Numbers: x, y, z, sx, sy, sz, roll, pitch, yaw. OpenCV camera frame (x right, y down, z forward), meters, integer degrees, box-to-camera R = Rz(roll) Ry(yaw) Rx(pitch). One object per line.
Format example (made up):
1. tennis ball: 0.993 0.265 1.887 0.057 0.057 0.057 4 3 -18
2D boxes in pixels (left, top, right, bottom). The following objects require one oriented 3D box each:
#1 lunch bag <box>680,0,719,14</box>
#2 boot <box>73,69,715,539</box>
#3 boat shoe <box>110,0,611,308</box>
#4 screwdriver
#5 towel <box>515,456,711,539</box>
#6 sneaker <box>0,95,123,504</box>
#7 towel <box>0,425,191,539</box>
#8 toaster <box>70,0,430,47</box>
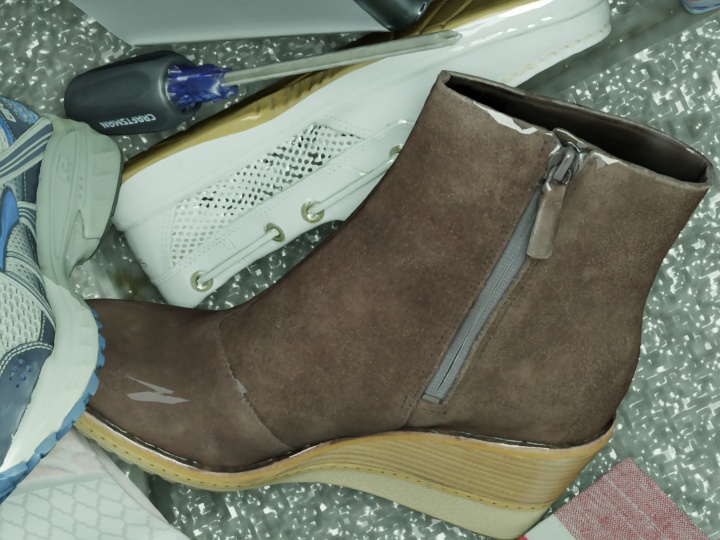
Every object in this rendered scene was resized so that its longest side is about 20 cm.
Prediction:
1. lunch bag: 0.161 -0.172 0.771 0.199 0.170 0.128 -32 85 9
2. boot: 0.000 0.000 0.823 0.199 0.073 0.167 15 125 -7
3. boat shoe: 0.006 -0.043 0.857 0.199 0.071 0.070 -24 99 24
4. screwdriver: -0.034 -0.062 0.830 0.199 0.028 0.029 2 116 47
5. towel: 0.054 0.165 0.810 0.199 0.023 0.144 -35 48 -9
6. sneaker: -0.134 0.006 0.795 0.085 0.201 0.077 34 117 -23
7. towel: -0.174 0.070 0.806 0.191 0.199 0.032 41 129 34
8. toaster: -0.044 -0.180 0.788 0.118 0.200 0.182 -3 71 27
